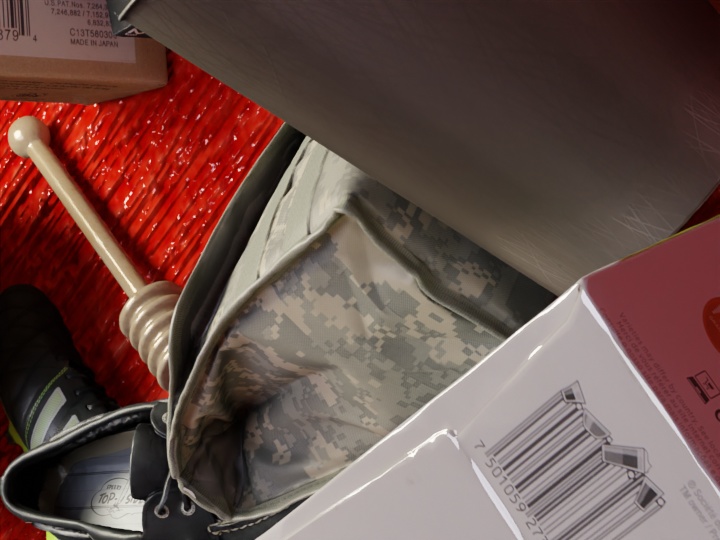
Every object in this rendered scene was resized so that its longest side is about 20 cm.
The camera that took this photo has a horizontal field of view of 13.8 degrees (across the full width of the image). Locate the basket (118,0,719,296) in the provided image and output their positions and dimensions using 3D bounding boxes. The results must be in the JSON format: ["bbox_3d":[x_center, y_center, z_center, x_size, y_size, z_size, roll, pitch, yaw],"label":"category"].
[{"bbox_3d":[0.042,-0.091,1.089,0.200,0.180,0.136,42,157,-5],"label":"basket"}]

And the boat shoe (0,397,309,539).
[{"bbox_3d":[-0.090,0.094,1.374,0.199,0.066,0.075,-3,76,43],"label":"boat shoe"}]

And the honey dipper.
[{"bbox_3d":[-0.132,-0.014,1.508,0.200,0.038,0.038,50,125,37],"label":"honey dipper"}]

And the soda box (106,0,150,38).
[{"bbox_3d":[-0.096,-0.216,1.446,0.071,0.063,0.200,-25,72,46],"label":"soda box"}]

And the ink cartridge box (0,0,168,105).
[{"bbox_3d":[-0.196,-0.168,1.455,0.075,0.200,0.165,-9,85,47],"label":"ink cartridge box"}]

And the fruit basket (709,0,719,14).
[{"bbox_3d":[0.146,-0.166,1.181,0.200,0.094,0.185,-47,56,18],"label":"fruit basket"}]

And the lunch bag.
[{"bbox_3d":[0.000,0.000,1.228,0.118,0.164,0.200,38,135,-10],"label":"lunch bag"}]

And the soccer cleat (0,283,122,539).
[{"bbox_3d":[-0.135,0.090,1.499,0.081,0.068,0.200,-26,64,19],"label":"soccer cleat"}]

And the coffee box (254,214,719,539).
[{"bbox_3d":[0.127,0.107,1.075,0.200,0.198,0.200,-42,77,40],"label":"coffee box"}]
